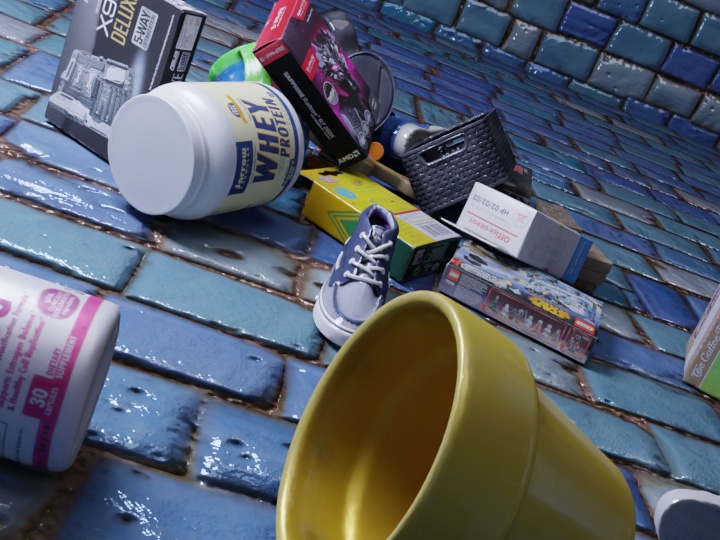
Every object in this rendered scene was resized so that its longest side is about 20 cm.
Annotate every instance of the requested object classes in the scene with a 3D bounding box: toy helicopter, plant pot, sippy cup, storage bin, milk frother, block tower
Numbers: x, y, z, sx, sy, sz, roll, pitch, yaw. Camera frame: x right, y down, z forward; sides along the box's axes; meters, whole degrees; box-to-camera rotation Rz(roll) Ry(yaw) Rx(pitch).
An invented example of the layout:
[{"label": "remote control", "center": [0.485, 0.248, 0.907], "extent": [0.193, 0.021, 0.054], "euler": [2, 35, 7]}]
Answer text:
[{"label": "toy helicopter", "center": [0.007, -0.158, 1.387], "extent": [0.197, 0.080, 0.132], "euler": [27, 11, -19]}, {"label": "plant pot", "center": [0.072, 0.145, 0.617], "extent": [0.187, 0.202, 0.202], "euler": [29, 18, -23]}, {"label": "sippy cup", "center": [-0.127, -0.215, 1.255], "extent": [0.176, 0.138, 0.133], "euler": [8, 62, -55]}, {"label": "storage bin", "center": [0.147, -0.162, 1.370], "extent": [0.095, 0.133, 0.200], "euler": [66, 18, -9]}, {"label": "milk frother", "center": [-0.085, -0.280, 1.426], "extent": [0.199, 0.182, 0.187], "euler": [-41, 30, -19]}, {"label": "block tower", "center": [0.306, -0.039, 1.401], "extent": [0.057, 0.055, 0.201], "euler": [16, 23, -17]}]

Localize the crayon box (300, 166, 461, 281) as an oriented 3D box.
[{"label": "crayon box", "center": [0.016, -0.065, 1.187], "extent": [0.199, 0.052, 0.126], "euler": [35, 25, 25]}]

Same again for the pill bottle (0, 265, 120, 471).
[{"label": "pill bottle", "center": [-0.264, 0.046, 0.596], "extent": [0.196, 0.115, 0.114], "euler": [18, 23, -9]}]

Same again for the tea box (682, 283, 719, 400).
[{"label": "tea box", "center": [0.537, 0.079, 1.168], "extent": [0.194, 0.203, 0.133], "euler": [27, 23, 14]}]

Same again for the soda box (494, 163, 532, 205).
[{"label": "soda box", "center": [0.236, -0.125, 1.511], "extent": [0.070, 0.064, 0.200], "euler": [23, 22, 2]}]

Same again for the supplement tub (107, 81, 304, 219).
[{"label": "supplement tub", "center": [-0.169, -0.136, 1.046], "extent": [0.144, 0.147, 0.199], "euler": [31, 24, 21]}]

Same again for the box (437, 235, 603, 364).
[{"label": "box", "center": [0.202, 0.032, 1.164], "extent": [0.197, 0.041, 0.137], "euler": [27, 22, 10]}]

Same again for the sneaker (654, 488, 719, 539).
[{"label": "sneaker", "center": [0.327, 0.225, 0.828], "extent": [0.197, 0.074, 0.116], "euler": [28, 19, -14]}]

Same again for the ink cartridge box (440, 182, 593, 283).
[{"label": "ink cartridge box", "center": [0.211, -0.054, 1.251], "extent": [0.198, 0.069, 0.114], "euler": [19, 9, -47]}]

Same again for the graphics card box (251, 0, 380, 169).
[{"label": "graphics card box", "center": [-0.051, -0.247, 1.215], "extent": [0.201, 0.050, 0.127], "euler": [52, 33, -30]}]

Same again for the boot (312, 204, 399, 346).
[{"label": "boot", "center": [0.000, 0.000, 0.976], "extent": [0.071, 0.092, 0.201], "euler": [19, 23, -7]}]

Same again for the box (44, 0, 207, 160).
[{"label": "box", "center": [-0.278, -0.238, 1.092], "extent": [0.156, 0.203, 0.049], "euler": [32, 21, 22]}]

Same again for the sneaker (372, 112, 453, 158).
[{"label": "sneaker", "center": [0.073, -0.218, 1.542], "extent": [0.110, 0.078, 0.199], "euler": [25, 14, 26]}]
